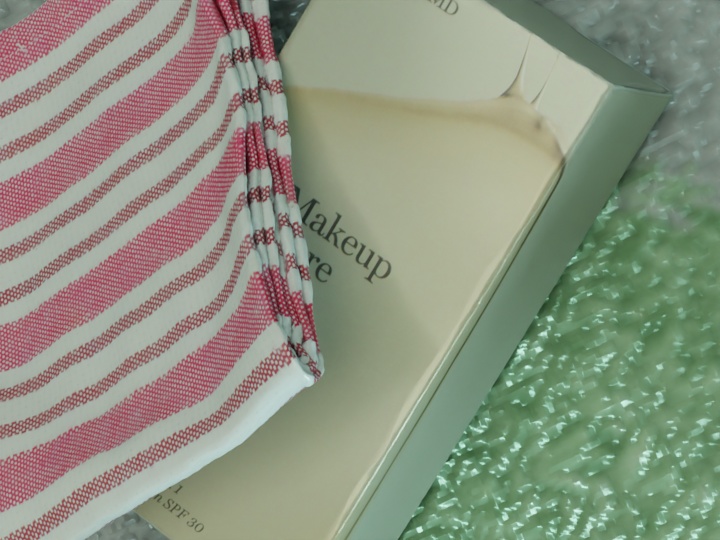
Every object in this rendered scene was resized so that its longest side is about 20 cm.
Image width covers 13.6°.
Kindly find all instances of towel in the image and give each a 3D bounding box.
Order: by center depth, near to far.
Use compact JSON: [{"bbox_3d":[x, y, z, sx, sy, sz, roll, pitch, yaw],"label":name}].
[{"bbox_3d":[-0.080,-0.017,0.952,0.146,0.030,0.201,-37,49,35],"label":"towel"}]

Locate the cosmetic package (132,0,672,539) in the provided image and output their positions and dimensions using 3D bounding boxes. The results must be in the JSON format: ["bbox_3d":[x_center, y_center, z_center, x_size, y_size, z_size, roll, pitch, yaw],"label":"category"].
[{"bbox_3d":[0.000,0.000,0.963,0.103,0.073,0.201,34,103,17],"label":"cosmetic package"}]
